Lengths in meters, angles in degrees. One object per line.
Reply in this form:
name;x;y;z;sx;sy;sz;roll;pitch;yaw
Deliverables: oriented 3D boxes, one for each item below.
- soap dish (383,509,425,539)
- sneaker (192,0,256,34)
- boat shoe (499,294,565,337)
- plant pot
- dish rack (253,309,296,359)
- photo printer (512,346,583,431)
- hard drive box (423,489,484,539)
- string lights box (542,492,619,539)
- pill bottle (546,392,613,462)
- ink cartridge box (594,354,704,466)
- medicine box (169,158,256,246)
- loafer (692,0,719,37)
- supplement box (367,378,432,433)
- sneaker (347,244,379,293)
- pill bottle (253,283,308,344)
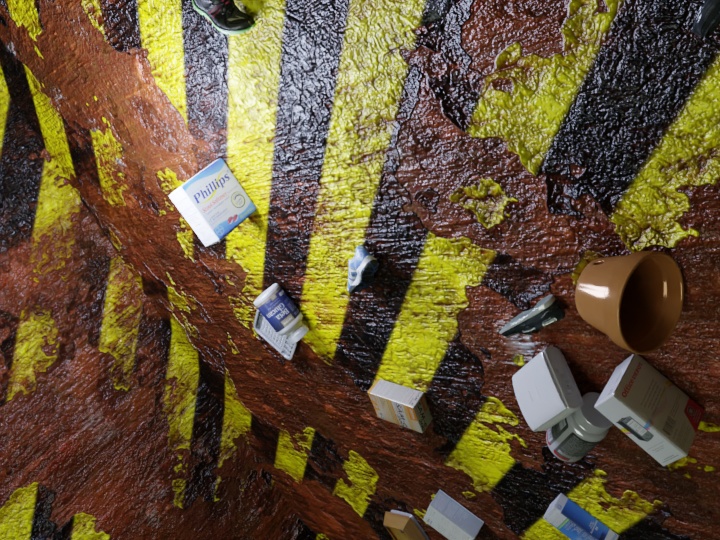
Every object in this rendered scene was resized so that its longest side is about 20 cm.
soap dish;0.196;1.113;2.896;0.156;0.081;0.201;-9;119;50
sneaker;-0.341;-0.647;1.680;0.199;0.077;0.084;35;148;14
boat shoe;0.415;0.128;1.668;0.061;0.075;0.200;50;147;3
plant pot;0.532;0.054;1.384;0.139;0.199;0.202;17;139;59
dish rack;-0.311;0.230;2.570;0.199;0.044;0.172;39;146;10
photo printer;0.466;0.310;1.747;0.201;0.068;0.169;119;139;-55
hard drive box;0.346;0.938;2.563;0.199;0.077;0.157;33;144;19
string lights box;0.665;0.777;2.076;0.199;0.059;0.103;35;145;16
pill bottle;0.564;0.400;1.752;0.113;0.114;0.201;35;144;14
ink cartridge box;0.650;0.311;1.540;0.199;0.148;0.086;40;145;9
medicine box;-0.462;-0.214;2.153;0.102;0.182;0.201;-14;115;51
loafer;0.556;-0.412;0.974;0.070;0.068;0.201;46;143;14
supplement box;0.132;0.453;2.298;0.198;0.074;0.127;9;132;41
sneaker;0.000;0.000;1.996;0.078;0.075;0.201;59;150;20
pill bottle;-0.271;0.154;2.389;0.201;0.111;0.111;51;145;-9
